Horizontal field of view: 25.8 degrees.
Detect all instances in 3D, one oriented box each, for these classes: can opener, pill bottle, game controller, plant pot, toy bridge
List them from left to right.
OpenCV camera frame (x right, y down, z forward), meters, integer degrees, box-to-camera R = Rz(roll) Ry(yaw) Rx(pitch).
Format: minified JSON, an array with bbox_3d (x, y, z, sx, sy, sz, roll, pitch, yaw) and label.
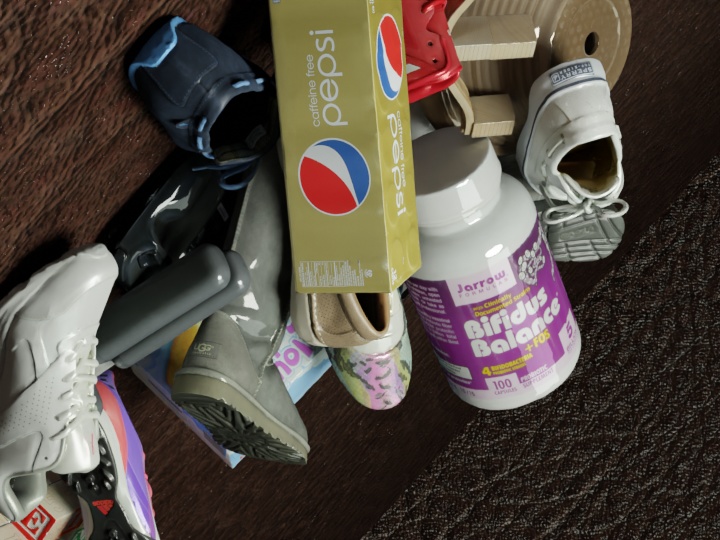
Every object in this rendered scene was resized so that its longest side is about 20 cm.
[{"bbox_3d":[-0.155,0.054,1.037,0.199,0.067,0.053,-36,160,17],"label":"can opener"},{"bbox_3d":[-0.123,-0.019,1.091,0.105,0.042,0.200,-62,169,-11],"label":"game controller"},{"bbox_3d":[0.088,-0.003,1.171,0.112,0.112,0.201,-43,128,-24],"label":"pill bottle"},{"bbox_3d":[0.082,-0.154,1.039,0.066,0.027,0.201,-5,147,-9],"label":"toy bridge"},{"bbox_3d":[0.136,-0.178,1.164,0.200,0.092,0.203,-22,121,-41],"label":"plant pot"}]

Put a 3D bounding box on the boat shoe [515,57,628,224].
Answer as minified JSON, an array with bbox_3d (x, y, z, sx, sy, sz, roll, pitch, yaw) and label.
[{"bbox_3d":[0.161,-0.073,1.131,0.074,0.087,0.202,-16,162,-3],"label":"boat shoe"}]

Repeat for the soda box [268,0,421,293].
[{"bbox_3d":[-0.009,-0.091,0.933,0.068,0.063,0.203,-35,123,-67],"label":"soda box"}]

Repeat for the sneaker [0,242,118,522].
[{"bbox_3d":[-0.188,0.073,0.976,0.201,0.099,0.078,-57,165,29],"label":"sneaker"}]

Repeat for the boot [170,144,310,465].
[{"bbox_3d":[-0.061,0.023,1.121,0.182,0.072,0.202,61,37,-60],"label":"boot"}]

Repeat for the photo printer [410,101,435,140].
[{"bbox_3d":[0.059,-0.130,1.285,0.167,0.069,0.200,-55,166,21],"label":"photo printer"}]

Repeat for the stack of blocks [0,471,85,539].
[{"bbox_3d":[-0.267,0.204,1.171,0.116,0.058,0.200,-54,166,18],"label":"stack of blocks"}]

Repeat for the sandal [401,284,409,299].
[{"bbox_3d":[0.048,-0.003,1.316,0.079,0.205,0.060,-50,142,-48],"label":"sandal"}]

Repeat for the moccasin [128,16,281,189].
[{"bbox_3d":[-0.082,-0.088,0.945,0.081,0.068,0.200,-51,167,7],"label":"moccasin"}]

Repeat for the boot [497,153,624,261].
[{"bbox_3d":[0.110,-0.063,1.284,0.131,0.197,0.068,-104,-160,-54],"label":"boot"}]

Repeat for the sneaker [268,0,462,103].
[{"bbox_3d":[0.043,-0.183,0.983,0.201,0.115,0.078,-52,166,14],"label":"sneaker"}]

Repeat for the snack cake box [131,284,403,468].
[{"bbox_3d":[-0.072,0.039,1.224,0.200,0.115,0.067,-46,167,-15],"label":"snack cake box"}]

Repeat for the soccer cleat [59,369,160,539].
[{"bbox_3d":[-0.176,0.169,1.160,0.073,0.067,0.202,-61,140,-60],"label":"soccer cleat"}]

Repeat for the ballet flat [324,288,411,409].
[{"bbox_3d":[0.000,0.000,1.164,0.068,0.202,0.071,-5,164,-19],"label":"ballet flat"}]

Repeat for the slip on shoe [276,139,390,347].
[{"bbox_3d":[-0.013,-0.049,1.063,0.076,0.060,0.203,-1,91,-50],"label":"slip on shoe"}]
